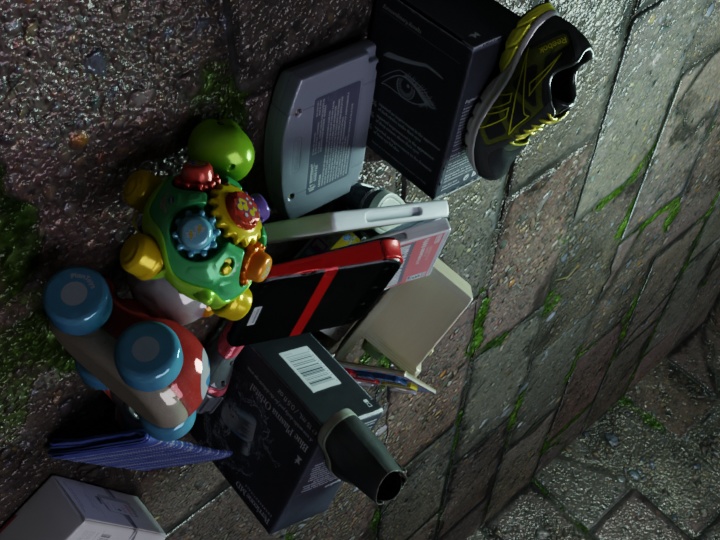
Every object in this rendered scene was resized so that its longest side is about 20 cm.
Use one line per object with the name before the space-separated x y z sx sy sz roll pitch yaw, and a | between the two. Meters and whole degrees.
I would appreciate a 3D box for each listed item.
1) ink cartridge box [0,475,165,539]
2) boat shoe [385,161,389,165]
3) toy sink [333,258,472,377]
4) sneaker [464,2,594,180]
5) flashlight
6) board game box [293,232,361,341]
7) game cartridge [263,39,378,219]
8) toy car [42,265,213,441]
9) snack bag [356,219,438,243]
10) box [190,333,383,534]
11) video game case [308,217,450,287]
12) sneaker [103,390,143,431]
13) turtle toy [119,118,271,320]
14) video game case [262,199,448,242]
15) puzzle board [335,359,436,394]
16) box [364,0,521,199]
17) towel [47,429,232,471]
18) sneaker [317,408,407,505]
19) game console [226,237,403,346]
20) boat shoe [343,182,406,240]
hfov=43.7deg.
ink cartridge box | -0.366 0.357 1.154 0.147 0.083 0.200 -46 152 -3
boat shoe | 0.117 -0.197 1.158 0.201 0.061 0.072 -44 152 -9
toy sink | 0.067 0.078 1.333 0.200 0.112 0.130 -51 -179 8
sneaker | 0.172 -0.169 0.931 0.074 0.085 0.201 -23 143 -38
flashlight | -0.157 0.085 1.123 0.201 0.068 0.068 -53 151 12
board game box | -0.035 0.016 1.243 0.135 0.034 0.200 -48 153 1
game cartridge | -0.047 -0.153 1.008 0.133 0.041 0.201 -33 149 -34
toy car | -0.193 0.039 0.921 0.200 0.176 0.185 -49 166 -24
snack bag | -0.002 0.005 1.141 0.199 0.022 0.189 -23 161 -21
box | -0.105 0.204 1.210 0.117 0.197 0.201 -10 135 -48
video game case | 0.000 0.000 1.050 0.198 0.018 0.143 -16 161 -12
sneaker | -0.252 0.177 1.087 0.077 0.082 0.201 -40 151 -14
turtle toy | -0.143 -0.056 0.857 0.101 0.202 0.145 -29 141 30
video game case | -0.032 -0.051 1.013 0.181 0.199 0.023 -10 93 -44
puzzle board | -0.003 0.154 1.314 0.151 0.198 0.018 40 60 -62
box | 0.087 -0.209 1.005 0.104 0.148 0.201 -27 147 -34
towel | -0.266 0.220 1.103 0.143 0.024 0.200 -11 160 18
sneaker | 0.013 0.253 1.112 0.075 0.106 0.200 -42 151 -7
game console | -0.054 0.026 1.003 0.175 0.031 0.200 -10 158 -21
boat shoe | 0.030 -0.067 1.198 0.075 0.062 0.200 -60 157 2
